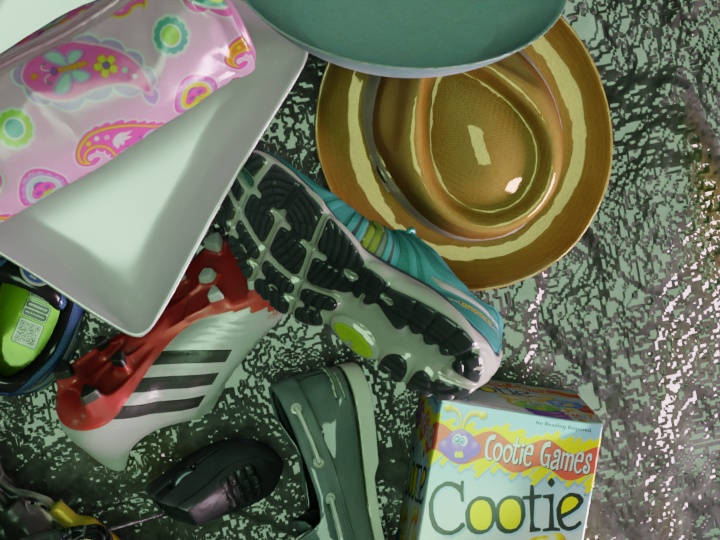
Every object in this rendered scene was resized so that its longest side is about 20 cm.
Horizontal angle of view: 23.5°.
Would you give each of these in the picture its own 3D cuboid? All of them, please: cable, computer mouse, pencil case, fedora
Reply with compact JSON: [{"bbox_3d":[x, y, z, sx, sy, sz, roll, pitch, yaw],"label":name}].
[{"bbox_3d":[-0.218,0.139,1.074,0.097,0.050,0.201,-24,105,33],"label":"cable"},{"bbox_3d":[-0.131,0.139,1.045,0.199,0.058,0.034,-19,118,-37],"label":"computer mouse"},{"bbox_3d":[-0.156,-0.099,0.941,0.199,0.087,0.088,-30,97,-6],"label":"pencil case"},{"bbox_3d":[0.067,-0.084,1.055,0.198,0.082,0.203,0,96,-3],"label":"fedora"}]

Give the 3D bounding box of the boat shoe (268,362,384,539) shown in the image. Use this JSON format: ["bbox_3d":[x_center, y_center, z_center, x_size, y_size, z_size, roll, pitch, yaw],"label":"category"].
[{"bbox_3d":[-0.022,0.160,1.079,0.061,0.073,0.203,-4,89,-21],"label":"boat shoe"}]

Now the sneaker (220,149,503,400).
[{"bbox_3d":[0.000,0.000,1.031,0.199,0.080,0.078,39,123,3],"label":"sneaker"}]

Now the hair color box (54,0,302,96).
[{"bbox_3d":[-0.131,-0.178,1.047,0.200,0.061,0.099,41,93,-7],"label":"hair color box"}]

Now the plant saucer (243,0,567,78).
[{"bbox_3d":[0.021,-0.164,1.012,0.198,0.202,0.039,3,132,-3],"label":"plant saucer"}]

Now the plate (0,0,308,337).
[{"bbox_3d":[-0.160,-0.095,0.999,0.198,0.032,0.201,31,87,-5],"label":"plate"}]

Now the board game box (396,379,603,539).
[{"bbox_3d":[0.077,0.175,1.075,0.104,0.103,0.202,8,96,-4],"label":"board game box"}]

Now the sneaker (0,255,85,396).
[{"bbox_3d":[-0.183,-0.014,1.048,0.078,0.089,0.202,16,96,-6],"label":"sneaker"}]

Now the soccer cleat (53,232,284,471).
[{"bbox_3d":[-0.100,0.046,1.075,0.199,0.069,0.086,-38,136,-14],"label":"soccer cleat"}]
